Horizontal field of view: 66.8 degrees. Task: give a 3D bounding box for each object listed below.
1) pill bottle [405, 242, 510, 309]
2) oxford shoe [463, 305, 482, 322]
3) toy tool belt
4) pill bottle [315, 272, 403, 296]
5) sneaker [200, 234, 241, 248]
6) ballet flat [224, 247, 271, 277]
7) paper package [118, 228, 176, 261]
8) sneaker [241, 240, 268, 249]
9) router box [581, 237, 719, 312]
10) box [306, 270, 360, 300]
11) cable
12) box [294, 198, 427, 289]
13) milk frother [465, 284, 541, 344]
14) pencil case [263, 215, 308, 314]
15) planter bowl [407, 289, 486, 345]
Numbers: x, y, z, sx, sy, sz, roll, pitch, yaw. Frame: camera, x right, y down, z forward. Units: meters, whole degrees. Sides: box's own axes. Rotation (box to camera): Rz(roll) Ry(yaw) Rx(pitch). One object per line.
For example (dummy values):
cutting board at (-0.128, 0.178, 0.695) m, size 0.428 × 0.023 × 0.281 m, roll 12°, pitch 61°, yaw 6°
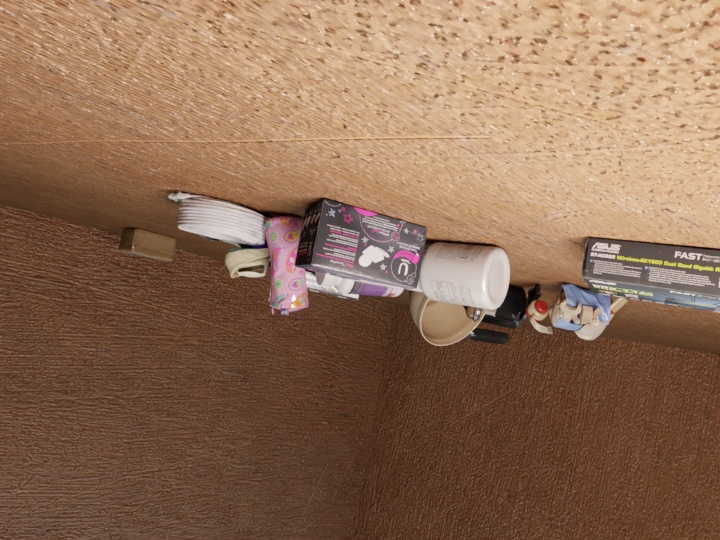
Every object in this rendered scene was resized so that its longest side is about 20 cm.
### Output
pill bottle at (0.175, 0.005, 1.050) m, size 0.198 × 0.116 × 0.114 m, roll 8°, pitch 174°, yaw 38°
oxford shoe at (0.211, 0.041, 1.137) m, size 0.083 × 0.074 × 0.201 m, roll 8°, pitch -154°, yaw -4°
toy tool belt at (0.495, 0.079, 1.253) m, size 0.197 × 0.126 × 0.123 m, roll 10°, pitch 144°, yaw -11°
pill bottle at (0.000, 0.000, 1.267) m, size 0.197 × 0.113 × 0.111 m, roll 4°, pitch 178°, yaw -23°
sneaker at (-0.321, -0.099, 1.398) m, size 0.198 × 0.075 × 0.080 m, roll 20°, pitch -174°, yaw -29°
ballet flat at (-0.200, -0.019, 1.213) m, size 0.197 × 0.071 × 0.069 m, roll -9°, pitch 176°, yaw -4°
paper package at (-0.916, -0.109, 2.347) m, size 0.189 × 0.105 × 0.199 m, roll 16°, pitch 172°, yaw -40°
sneaker at (-0.203, -0.059, 1.282) m, size 0.198 × 0.101 × 0.069 m, roll 4°, pitch 172°, yaw 33°
router box at (0.435, 0.009, 0.791) m, size 0.198 × 0.063 × 0.149 m, roll 9°, pitch 173°, yaw 32°
box at (-0.092, 0.022, 1.398) m, size 0.157 × 0.047 × 0.200 m, roll 14°, pitch -175°, yaw -14°
cable at (-0.296, -0.105, 1.187) m, size 0.197 × 0.070 × 0.200 m, roll 10°, pitch 174°, yaw 20°
box at (-0.003, -0.039, 0.979) m, size 0.197 × 0.117 × 0.132 m, roll 14°, pitch 174°, yaw -19°
milk frother at (0.351, 0.074, 1.440) m, size 0.185 × 0.182 × 0.202 m, roll 12°, pitch 132°, yaw -7°
pencil case at (-0.157, -0.012, 1.146) m, size 0.086 × 0.204 × 0.087 m, roll -4°, pitch -178°, yaw 0°
planter bowl at (0.197, 0.062, 1.338) m, size 0.198 × 0.202 × 0.135 m, roll 15°, pitch -160°, yaw -37°
